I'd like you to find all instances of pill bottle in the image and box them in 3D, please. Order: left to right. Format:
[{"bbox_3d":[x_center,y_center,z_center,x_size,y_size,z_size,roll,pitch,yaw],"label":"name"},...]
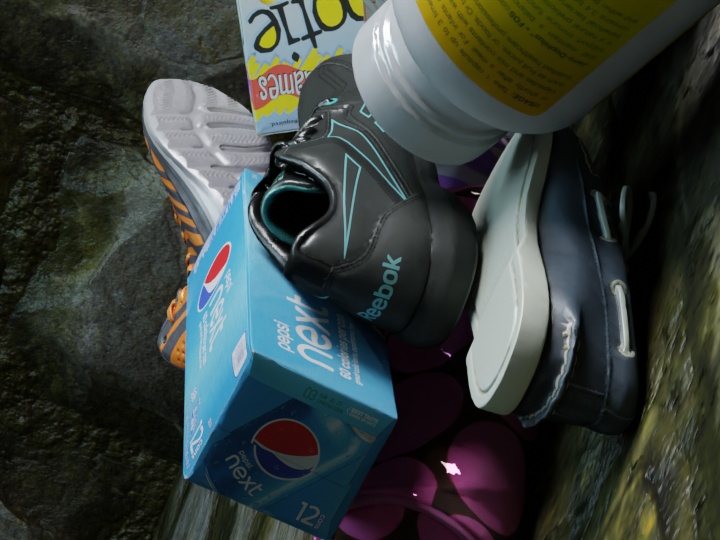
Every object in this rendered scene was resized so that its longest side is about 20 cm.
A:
[{"bbox_3d":[0.080,-0.121,0.902,0.200,0.104,0.105,-40,26,43],"label":"pill bottle"}]

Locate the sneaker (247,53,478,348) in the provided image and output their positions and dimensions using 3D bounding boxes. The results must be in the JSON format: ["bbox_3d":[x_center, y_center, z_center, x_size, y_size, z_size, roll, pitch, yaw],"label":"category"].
[{"bbox_3d":[-0.007,-0.044,1.009,0.200,0.079,0.076,-112,39,-58],"label":"sneaker"}]

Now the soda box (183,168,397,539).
[{"bbox_3d":[-0.033,0.030,1.006,0.064,0.067,0.200,-60,14,20],"label":"soda box"}]

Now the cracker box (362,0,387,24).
[{"bbox_3d":[0.066,-0.156,1.044,0.134,0.058,0.200,-35,-26,-15],"label":"cracker box"}]

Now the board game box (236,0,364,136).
[{"bbox_3d":[-0.022,-0.185,1.283,0.105,0.102,0.202,-105,7,-79],"label":"board game box"}]

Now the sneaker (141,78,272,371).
[{"bbox_3d":[-0.088,-0.013,1.308,0.112,0.077,0.201,-64,37,34],"label":"sneaker"}]

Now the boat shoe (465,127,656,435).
[{"bbox_3d":[0.081,-0.003,0.944,0.200,0.061,0.075,-88,20,-63],"label":"boat shoe"}]

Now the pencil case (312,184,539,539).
[{"bbox_3d":[0.034,0.057,1.026,0.091,0.093,0.201,92,-171,-45],"label":"pencil case"}]

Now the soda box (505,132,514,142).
[{"bbox_3d":[0.079,-0.102,1.283,0.200,0.063,0.071,126,162,-68],"label":"soda box"}]

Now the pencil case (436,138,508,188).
[{"bbox_3d":[0.000,0.000,1.172,0.201,0.085,0.084,-57,10,4],"label":"pencil case"}]
